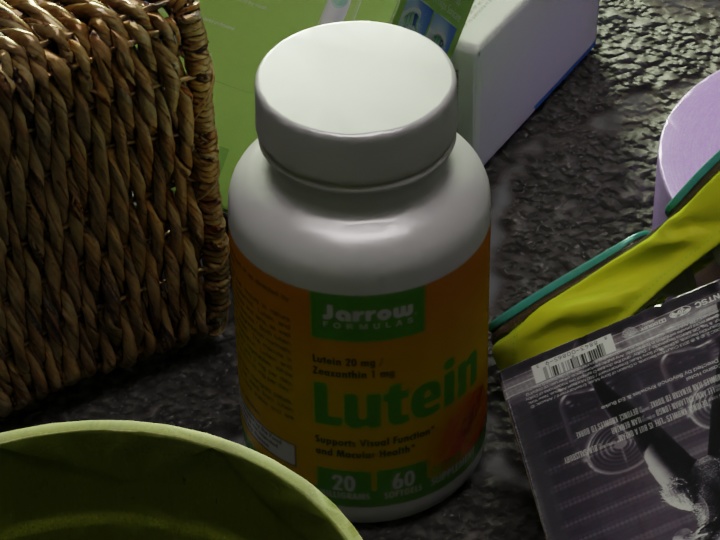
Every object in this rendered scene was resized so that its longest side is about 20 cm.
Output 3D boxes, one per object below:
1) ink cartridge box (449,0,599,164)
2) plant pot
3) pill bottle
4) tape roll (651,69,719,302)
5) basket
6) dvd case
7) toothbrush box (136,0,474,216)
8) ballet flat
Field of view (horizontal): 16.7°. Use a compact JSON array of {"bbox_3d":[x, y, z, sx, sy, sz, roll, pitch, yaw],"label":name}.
[{"bbox_3d":[0.010,-0.149,1.317,0.199,0.085,0.145,21,44,24],"label":"ink cartridge box"},{"bbox_3d":[-0.089,0.189,0.825,0.199,0.194,0.201,0,40,0],"label":"plant pot"},{"bbox_3d":[0.000,0.000,1.046,0.110,0.201,0.111,-1,39,1],"label":"pill bottle"},{"bbox_3d":[0.241,-0.027,1.180,0.199,0.066,0.201,0,40,0],"label":"tape roll"},{"bbox_3d":[-0.156,-0.054,1.117,0.148,0.201,0.143,-22,42,-20],"label":"basket"},{"bbox_3d":[0.144,0.084,0.979,0.148,0.016,0.200,-23,41,8],"label":"dvd case"},{"bbox_3d":[-0.035,-0.122,1.199,0.145,0.201,0.086,20,-1,24],"label":"toothbrush box"},{"bbox_3d":[0.147,-0.002,1.090,0.067,0.200,0.067,55,19,11],"label":"ballet flat"}]
